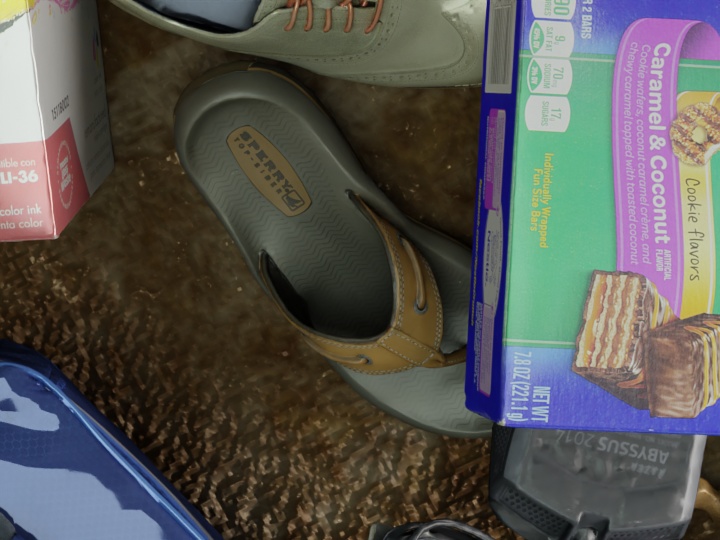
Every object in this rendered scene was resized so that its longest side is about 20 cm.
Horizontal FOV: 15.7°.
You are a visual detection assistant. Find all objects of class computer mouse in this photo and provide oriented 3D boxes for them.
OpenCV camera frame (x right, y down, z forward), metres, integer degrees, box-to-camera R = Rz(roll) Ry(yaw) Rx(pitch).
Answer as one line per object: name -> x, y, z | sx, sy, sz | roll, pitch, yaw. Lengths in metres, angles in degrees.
computer mouse -> 0.091, 0.055, 1.050 | 0.138, 0.053, 0.201 | 18, 88, -8

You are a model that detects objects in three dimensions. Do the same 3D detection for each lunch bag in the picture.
lunch bag -> -0.127, 0.134, 1.058 | 0.136, 0.132, 0.200 | -45, 97, -3

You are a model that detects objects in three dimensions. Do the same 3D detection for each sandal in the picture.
sandal -> 0.000, 0.000, 1.053 | 0.082, 0.055, 0.200 | -34, 112, 16

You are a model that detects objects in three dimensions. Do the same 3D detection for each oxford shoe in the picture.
oxford shoe -> -0.014, -0.104, 1.023 | 0.199, 0.074, 0.071 | 8, 106, 4

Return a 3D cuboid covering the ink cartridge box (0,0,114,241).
ink cartridge box -> -0.146, -0.121, 1.012 | 0.067, 0.117, 0.201 | -3, 106, 7

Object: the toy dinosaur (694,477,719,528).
toy dinosaur -> 0.172, 0.091, 1.076 | 0.106, 0.060, 0.201 | -27, 106, -13

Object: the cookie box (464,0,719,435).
cookie box -> 0.147, -0.023, 0.990 | 0.199, 0.075, 0.172 | 2, 94, -9
